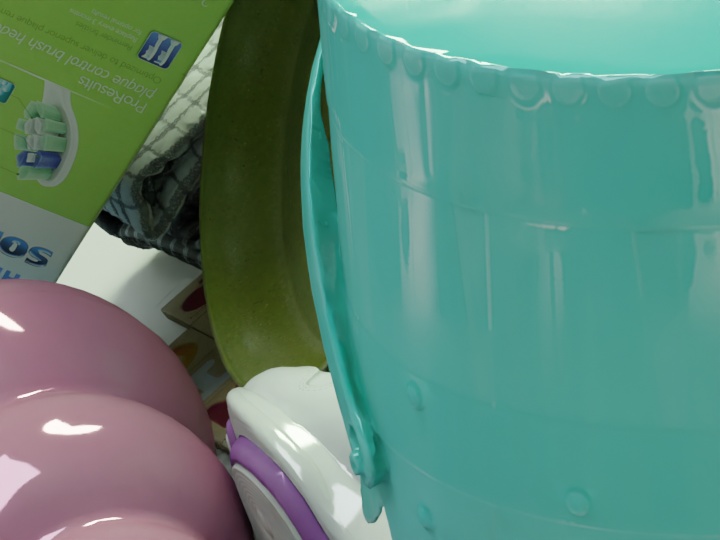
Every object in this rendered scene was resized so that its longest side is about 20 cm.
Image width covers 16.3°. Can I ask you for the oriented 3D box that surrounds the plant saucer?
[{"bbox_3d":[-0.004,-0.056,0.794,0.200,0.031,0.200,-170,90,-69],"label":"plant saucer"}]

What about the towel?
[{"bbox_3d":[-0.026,-0.082,0.973,0.200,0.086,0.166,-45,29,-11],"label":"towel"}]

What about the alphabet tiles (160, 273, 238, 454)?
[{"bbox_3d":[0.000,0.000,0.890,0.166,0.006,0.200,-42,23,-12],"label":"alphabet tiles"}]

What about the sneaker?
[{"bbox_3d":[0.035,0.061,0.664,0.100,0.075,0.200,-32,25,-21],"label":"sneaker"}]

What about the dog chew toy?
[{"bbox_3d":[-0.087,0.083,0.721,0.124,0.125,0.200,-38,32,-4],"label":"dog chew toy"}]

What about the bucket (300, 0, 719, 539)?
[{"bbox_3d":[0.085,-0.024,0.563,0.207,0.135,0.207,-8,29,4],"label":"bucket"}]

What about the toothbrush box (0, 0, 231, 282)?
[{"bbox_3d":[-0.101,-0.113,0.845,0.200,0.086,0.146,-54,25,27],"label":"toothbrush box"}]
